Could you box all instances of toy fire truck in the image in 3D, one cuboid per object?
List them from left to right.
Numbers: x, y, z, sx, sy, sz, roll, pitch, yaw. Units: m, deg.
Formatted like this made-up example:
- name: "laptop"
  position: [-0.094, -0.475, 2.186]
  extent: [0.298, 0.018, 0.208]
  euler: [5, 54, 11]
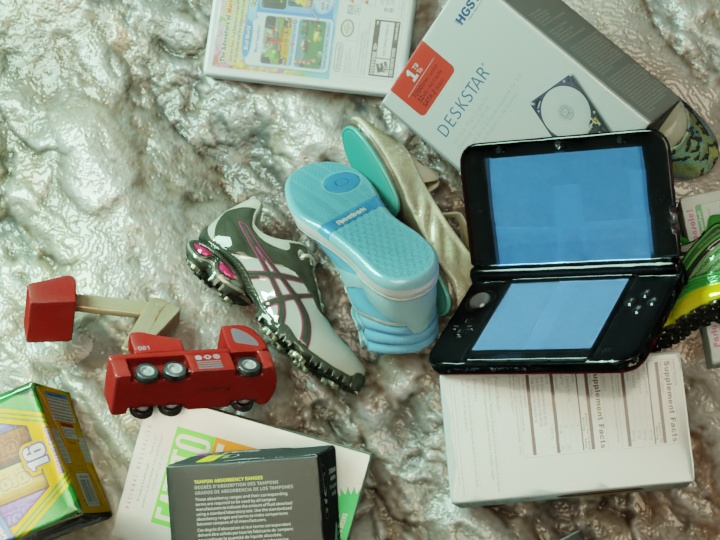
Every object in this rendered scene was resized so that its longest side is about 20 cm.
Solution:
- name: "toy fire truck"
  position: [-0.184, 0.064, 1.763]
  extent: [0.200, 0.049, 0.141]
  euler: [-3, 40, -20]

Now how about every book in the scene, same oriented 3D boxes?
- name: "book"
  position: [-0.103, 0.196, 1.763]
  extent: [0.200, 0.048, 0.134]
  euler: [15, 87, 5]

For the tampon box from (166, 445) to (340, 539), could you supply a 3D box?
- name: "tampon box"
  position: [-0.082, 0.249, 1.663]
  extent: [0.126, 0.150, 0.200]
  euler: [-4, 87, 4]

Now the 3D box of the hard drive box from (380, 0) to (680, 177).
- name: "hard drive box"
  position: [0.143, -0.143, 1.720]
  extent: [0.200, 0.077, 0.156]
  euler: [41, 125, 10]

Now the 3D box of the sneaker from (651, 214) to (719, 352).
- name: "sneaker"
  position: [0.250, 0.016, 1.691]
  extent: [0.200, 0.078, 0.085]
  euler: [-26, 67, 34]

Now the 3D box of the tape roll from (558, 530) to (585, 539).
- name: "tape roll"
  position: [0.105, 0.285, 1.647]
  extent: [0.200, 0.200, 0.066]
  euler: [-28, 82, 3]

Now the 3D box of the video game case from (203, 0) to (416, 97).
- name: "video game case"
  position: [-0.038, -0.262, 1.819]
  extent: [0.182, 0.024, 0.200]
  euler: [7, 85, 8]

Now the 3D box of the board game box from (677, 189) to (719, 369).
- name: "board game box"
  position: [0.381, -0.006, 1.720]
  extent: [0.200, 0.064, 0.148]
  euler: [-10, 82, 5]

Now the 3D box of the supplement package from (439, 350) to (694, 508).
- name: "supplement package"
  position: [0.173, 0.136, 1.700]
  extent: [0.200, 0.114, 0.110]
  euler: [-6, 81, 6]

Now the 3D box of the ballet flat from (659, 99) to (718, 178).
- name: "ballet flat"
  position: [0.223, -0.149, 1.753]
  extent: [0.200, 0.074, 0.074]
  euler: [35, 88, 9]

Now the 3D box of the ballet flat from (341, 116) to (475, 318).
- name: "ballet flat"
  position: [0.053, -0.051, 1.773]
  extent: [0.062, 0.067, 0.200]
  euler: [-25, 84, -25]

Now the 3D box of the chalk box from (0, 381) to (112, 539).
- name: "chalk box"
  position: [-0.337, 0.191, 1.747]
  extent: [0.200, 0.124, 0.124]
  euler: [-21, 82, 2]

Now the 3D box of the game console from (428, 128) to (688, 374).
- name: "game console"
  position: [0.150, -0.012, 1.638]
  extent: [0.200, 0.119, 0.172]
  euler: [-3, 38, 37]

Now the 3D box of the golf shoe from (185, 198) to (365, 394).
- name: "golf shoe"
  position: [-0.060, 0.023, 1.762]
  extent: [0.200, 0.077, 0.088]
  euler: [43, 82, 9]

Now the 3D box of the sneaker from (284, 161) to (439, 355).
- name: "sneaker"
  position: [0.000, 0.000, 1.759]
  extent: [0.080, 0.131, 0.200]
  euler: [-24, 44, -17]
